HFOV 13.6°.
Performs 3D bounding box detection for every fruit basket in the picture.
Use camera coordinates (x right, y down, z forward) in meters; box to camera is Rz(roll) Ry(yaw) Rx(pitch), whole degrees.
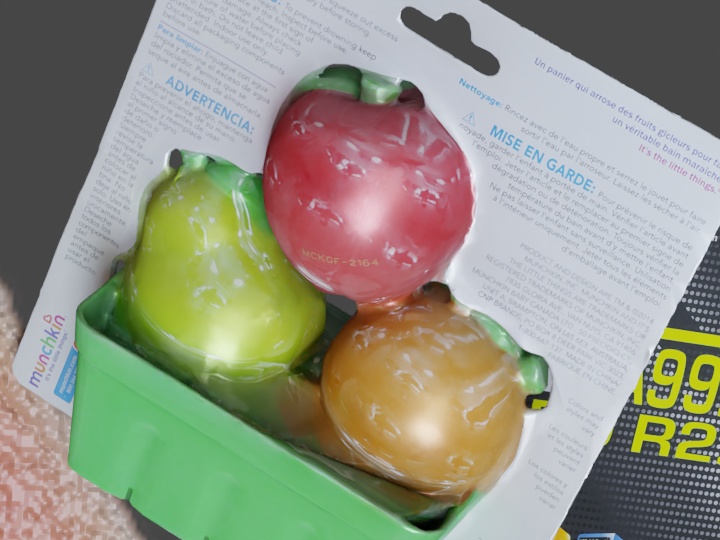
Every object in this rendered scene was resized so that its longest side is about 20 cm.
[{"bbox_3d":[0.000,0.000,0.921,0.185,0.094,0.201,30,113,10],"label":"fruit basket"}]

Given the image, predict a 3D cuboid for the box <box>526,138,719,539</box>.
[{"bbox_3d":[0.125,0.040,1.009,0.199,0.044,0.161,9,108,-13],"label":"box"}]
